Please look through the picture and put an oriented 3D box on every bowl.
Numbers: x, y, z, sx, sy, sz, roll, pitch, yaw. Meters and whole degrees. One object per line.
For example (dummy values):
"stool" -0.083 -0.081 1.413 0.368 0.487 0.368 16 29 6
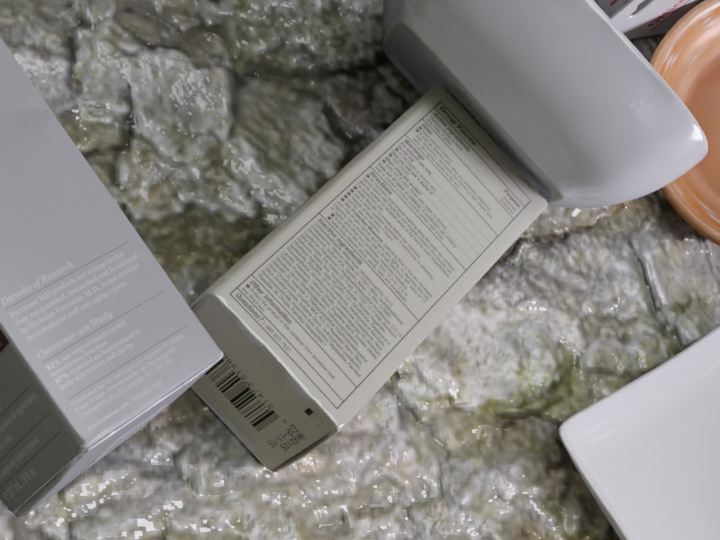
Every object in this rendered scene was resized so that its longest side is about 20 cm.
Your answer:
"bowl" 0.085 -0.109 0.777 0.075 0.200 0.200 -44 95 -3

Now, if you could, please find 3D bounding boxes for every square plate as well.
"square plate" 0.223 0.142 0.820 0.198 0.028 0.200 -25 81 -36

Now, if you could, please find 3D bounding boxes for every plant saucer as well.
"plant saucer" 0.281 -0.094 0.916 0.200 0.037 0.200 -1 72 3

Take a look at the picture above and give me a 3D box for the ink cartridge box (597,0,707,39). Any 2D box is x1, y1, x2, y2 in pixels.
"ink cartridge box" 0.235 -0.218 0.945 0.200 0.116 0.067 -16 76 -35

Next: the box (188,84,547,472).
"box" 0.000 0.000 0.725 0.095 0.078 0.200 48 53 -1

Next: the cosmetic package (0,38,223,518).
"cosmetic package" -0.163 -0.006 0.615 0.090 0.107 0.200 -37 87 -38
